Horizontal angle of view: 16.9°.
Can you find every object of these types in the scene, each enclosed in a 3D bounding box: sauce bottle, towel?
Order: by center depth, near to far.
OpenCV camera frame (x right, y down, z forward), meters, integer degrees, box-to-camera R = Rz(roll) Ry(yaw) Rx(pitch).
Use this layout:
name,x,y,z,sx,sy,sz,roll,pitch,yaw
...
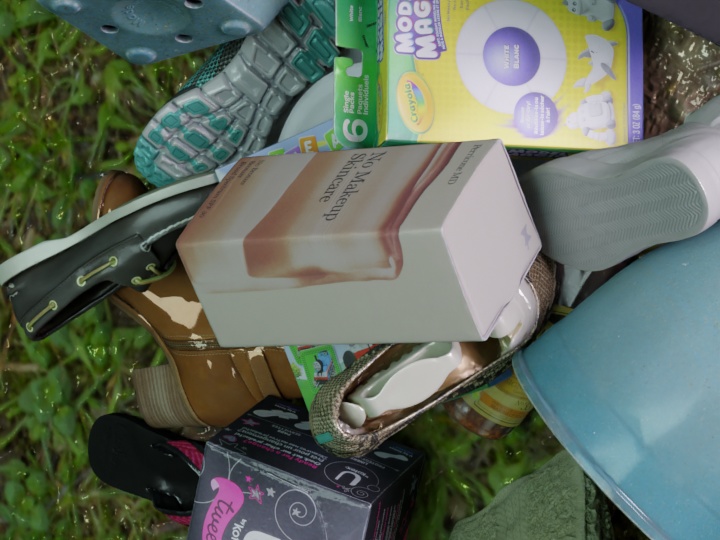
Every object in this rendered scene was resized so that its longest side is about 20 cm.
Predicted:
name,x,y,z,sx,sy,sz,roll,pitch,yaw
towel,0.110,0.211,1.590,0.148,0.036,0.201,-42,29,28
sauce bottle,0.128,0.023,1.608,0.066,0.066,0.201,46,118,20

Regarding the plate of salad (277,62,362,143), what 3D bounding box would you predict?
name,x,y,z,sx,sy,sz,roll,pitch,yaw
plate of salad,0.026,-0.044,1.639,0.199,0.048,0.202,12,111,32

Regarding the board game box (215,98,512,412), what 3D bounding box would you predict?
name,x,y,z,sx,sy,sz,roll,pitch,yaw
board game box,0.000,0.000,1.619,0.151,0.036,0.202,-21,91,37

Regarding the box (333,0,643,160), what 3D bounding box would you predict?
name,x,y,z,sx,sy,sz,roll,pitch,yaw
box,0.081,-0.133,1.554,0.198,0.048,0.119,1,83,-10

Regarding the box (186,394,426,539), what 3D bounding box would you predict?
name,x,y,z,sx,sy,sz,roll,pitch,yaw
box,-0.051,0.211,1.684,0.131,0.115,0.202,19,109,16

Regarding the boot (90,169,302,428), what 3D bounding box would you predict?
name,x,y,z,sx,sy,sz,roll,pitch,yaw
boot,-0.108,0.013,1.748,0.154,0.076,0.202,-13,88,32

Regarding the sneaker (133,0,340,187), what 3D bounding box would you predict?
name,x,y,z,sx,sy,sz,roll,pitch,yaw
sneaker,-0.081,-0.134,1.716,0.200,0.091,0.078,-40,109,22

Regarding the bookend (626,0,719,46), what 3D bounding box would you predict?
name,x,y,z,sx,sy,sz,roll,pitch,yaw
bookend,0.217,-0.216,1.502,0.093,0.197,0.200,-60,21,21

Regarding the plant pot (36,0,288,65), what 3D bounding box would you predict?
name,x,y,z,sx,sy,sz,roll,pitch,yaw
plant pot,-0.135,-0.257,1.632,0.194,0.196,0.202,-11,64,32

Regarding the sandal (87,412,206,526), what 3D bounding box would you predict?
name,x,y,z,sx,sy,sz,roll,pitch,yaw
sandal,-0.130,0.155,1.793,0.199,0.045,0.076,13,101,30

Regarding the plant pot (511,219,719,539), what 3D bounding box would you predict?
name,x,y,z,sx,sy,sz,roll,pitch,yaw
plant pot,0.228,0.060,1.488,0.188,0.200,0.200,-45,71,10

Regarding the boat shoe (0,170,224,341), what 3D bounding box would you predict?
name,x,y,z,sx,sy,sz,roll,pitch,yaw
boat shoe,-0.165,-0.012,1.706,0.200,0.072,0.061,-24,85,27

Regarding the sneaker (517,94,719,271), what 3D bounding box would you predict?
name,x,y,z,sx,sy,sz,roll,pitch,yaw
sneaker,0.189,-0.058,1.502,0.199,0.115,0.074,-5,112,58

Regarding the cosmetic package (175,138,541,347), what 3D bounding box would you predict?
name,x,y,z,sx,sy,sz,roll,pitch,yaw
cosmetic package,-0.002,-0.016,1.518,0.199,0.104,0.088,-3,124,31

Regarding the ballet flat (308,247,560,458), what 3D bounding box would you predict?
name,x,y,z,sx,sy,sz,roll,pitch,yaw
ballet flat,0.056,0.050,1.520,0.199,0.075,0.068,-36,94,-13

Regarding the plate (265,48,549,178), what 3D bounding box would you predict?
name,x,y,z,sx,sy,sz,roll,pitch,yaw
plate,0.047,-0.076,1.670,0.200,0.032,0.200,-44,71,27
